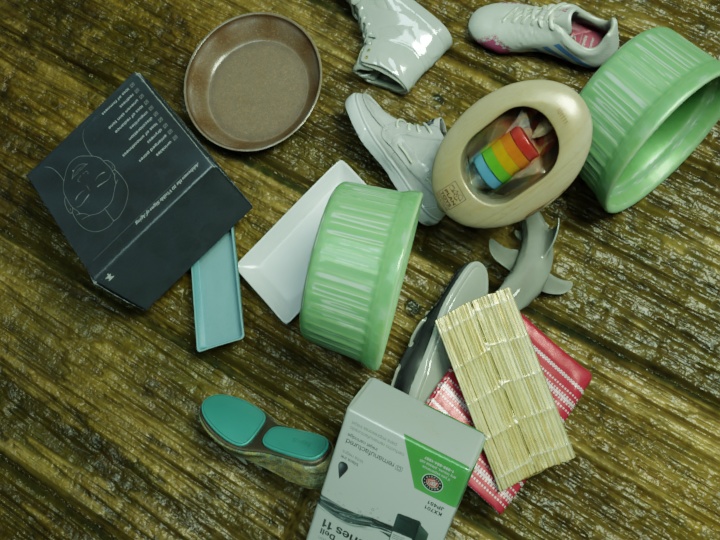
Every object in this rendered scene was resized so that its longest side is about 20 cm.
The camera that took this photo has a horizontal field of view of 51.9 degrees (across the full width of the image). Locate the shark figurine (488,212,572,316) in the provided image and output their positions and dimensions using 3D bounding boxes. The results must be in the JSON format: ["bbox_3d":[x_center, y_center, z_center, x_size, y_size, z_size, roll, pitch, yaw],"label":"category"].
[{"bbox_3d":[0.204,-0.054,0.884,0.124,0.090,0.220,2,63,-14],"label":"shark figurine"}]

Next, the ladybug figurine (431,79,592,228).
[{"bbox_3d":[0.165,-0.128,0.824,0.198,0.072,0.138,-31,94,27],"label":"ladybug figurine"}]

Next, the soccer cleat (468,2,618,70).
[{"bbox_3d":[0.234,-0.316,0.947,0.195,0.086,0.072,16,79,12],"label":"soccer cleat"}]

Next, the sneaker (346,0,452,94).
[{"bbox_3d":[0.013,-0.323,0.991,0.199,0.074,0.116,40,82,14],"label":"sneaker"}]

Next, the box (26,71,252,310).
[{"bbox_3d":[-0.280,-0.100,0.944,0.199,0.124,0.197,-42,63,-1],"label":"box"}]

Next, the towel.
[{"bbox_3d":[0.163,0.151,0.853,0.144,0.023,0.201,39,73,4],"label":"towel"}]

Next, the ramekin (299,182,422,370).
[{"bbox_3d":[0.000,0.000,0.838,0.095,0.200,0.205,15,79,5],"label":"ramekin"}]

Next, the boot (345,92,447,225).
[{"bbox_3d":[0.067,-0.164,0.931,0.095,0.073,0.202,-39,81,28],"label":"boot"}]

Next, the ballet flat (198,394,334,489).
[{"bbox_3d":[-0.114,0.210,0.889,0.196,0.071,0.072,14,79,28],"label":"ballet flat"}]

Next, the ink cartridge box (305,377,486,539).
[{"bbox_3d":[0.033,0.246,0.804,0.143,0.083,0.205,22,112,14],"label":"ink cartridge box"}]

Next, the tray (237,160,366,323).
[{"bbox_3d":[-0.059,-0.037,0.962,0.200,0.022,0.107,-45,74,-3],"label":"tray"}]

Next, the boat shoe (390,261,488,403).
[{"bbox_3d":[0.092,0.081,0.887,0.060,0.073,0.205,15,81,49],"label":"boat shoe"}]

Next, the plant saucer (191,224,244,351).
[{"bbox_3d":[-0.186,0.001,0.958,0.068,0.019,0.205,-17,67,17],"label":"plant saucer"}]

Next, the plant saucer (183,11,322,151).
[{"bbox_3d":[-0.144,-0.254,1.019,0.194,0.037,0.207,-2,76,9],"label":"plant saucer"}]

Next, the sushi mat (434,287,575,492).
[{"bbox_3d":[0.159,0.129,0.821,0.093,0.012,0.205,-21,84,2],"label":"sushi mat"}]

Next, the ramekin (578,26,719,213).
[{"bbox_3d":[0.321,-0.174,0.848,0.199,0.200,0.098,-40,66,-2],"label":"ramekin"}]
